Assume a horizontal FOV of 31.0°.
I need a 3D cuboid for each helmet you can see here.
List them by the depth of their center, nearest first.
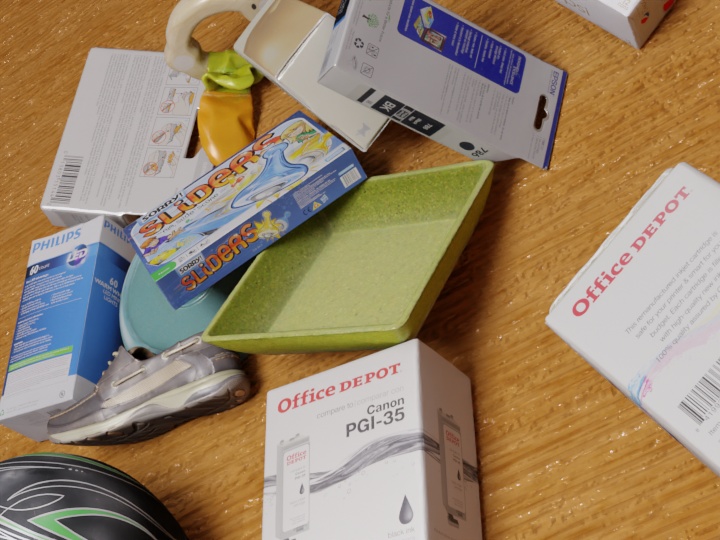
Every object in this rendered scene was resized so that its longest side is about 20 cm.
[{"bbox_3d":[-0.239,0.235,1.013,0.199,0.191,0.201,-20,52,27],"label":"helmet"}]

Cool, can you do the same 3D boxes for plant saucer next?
[{"bbox_3d":[0.000,0.000,1.040,0.198,0.048,0.201,-6,38,37],"label":"plant saucer"},{"bbox_3d":[-0.150,0.009,1.196,0.199,0.027,0.202,-16,57,26],"label":"plant saucer"}]

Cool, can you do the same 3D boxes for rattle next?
[{"bbox_3d":[-0.107,-0.219,1.223,0.200,0.130,0.144,-39,30,39],"label":"rattle"}]

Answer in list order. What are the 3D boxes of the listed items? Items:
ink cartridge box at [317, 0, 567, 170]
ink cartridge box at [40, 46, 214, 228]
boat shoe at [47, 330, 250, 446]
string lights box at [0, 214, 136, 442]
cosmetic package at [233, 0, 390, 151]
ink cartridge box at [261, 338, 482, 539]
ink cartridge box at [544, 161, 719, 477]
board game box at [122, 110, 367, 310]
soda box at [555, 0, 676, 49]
[{"bbox_3d":[0.069,-0.155,1.038,0.039,0.199,0.100,-33,37,59],"label":"ink cartridge box"},{"bbox_3d":[-0.220,-0.135,1.343,0.175,0.045,0.202,5,64,13],"label":"ink cartridge box"},{"bbox_3d":[-0.187,0.103,1.134,0.199,0.074,0.074,-19,72,18],"label":"boat shoe"},{"bbox_3d":[-0.282,0.055,1.260,0.102,0.059,0.202,-16,54,30],"label":"string lights box"},{"bbox_3d":[-0.037,-0.179,1.133,0.071,0.105,0.200,-51,24,4],"label":"cosmetic package"},{"bbox_3d":[0.006,0.169,0.936,0.146,0.083,0.201,-21,52,27],"label":"ink cartridge box"},{"bbox_3d":[0.237,0.043,0.827,0.146,0.087,0.200,-49,46,2],"label":"ink cartridge box"},{"bbox_3d":[-0.105,-0.058,1.138,0.199,0.035,0.135,-35,29,-8],"label":"board game box"},{"bbox_3d":[0.163,-0.264,1.056,0.200,0.064,0.068,37,90,26],"label":"soda box"}]
